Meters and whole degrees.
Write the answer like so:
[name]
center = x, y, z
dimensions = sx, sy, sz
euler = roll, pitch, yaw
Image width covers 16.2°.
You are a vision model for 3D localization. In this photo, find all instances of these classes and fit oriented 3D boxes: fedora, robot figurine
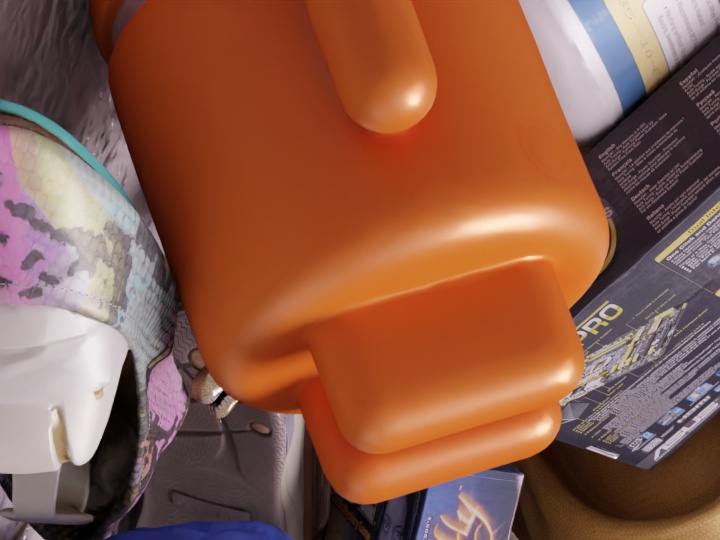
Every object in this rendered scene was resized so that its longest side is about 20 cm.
[fedora]
center = 0.121, 0.083, 1.018
dimensions = 0.082, 0.200, 0.201
euler = 52, 54, -41
[robot figurine]
center = -0.006, -0.040, 0.685
dimensions = 0.144, 0.116, 0.201
euler = 16, 49, -57

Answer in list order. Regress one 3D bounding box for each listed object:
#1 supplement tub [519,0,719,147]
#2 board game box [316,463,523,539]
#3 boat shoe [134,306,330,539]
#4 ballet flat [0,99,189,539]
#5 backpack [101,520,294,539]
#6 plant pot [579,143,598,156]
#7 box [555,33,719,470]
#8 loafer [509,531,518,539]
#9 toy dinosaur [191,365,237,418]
[supplement tub]
center = 0.109, -0.151, 0.856
dimensions = 0.200, 0.145, 0.145
euler = -35, 162, -1
[board game box]
center = -0.001, 0.102, 0.924
dimensions = 0.200, 0.034, 0.136
euler = -136, -123, -69
[boat shoe]
center = -0.041, 0.079, 0.896
dimensions = 0.072, 0.075, 0.200
euler = -60, 165, -46
[ballet flat]
center = -0.083, 0.028, 0.672
dimensions = 0.200, 0.069, 0.071
euler = 83, 13, -66
[backpack]
center = -0.066, 0.158, 0.668
dimensions = 0.168, 0.162, 0.200
euler = 47, 64, -26
[plant pot]
center = 0.092, -0.056, 1.019
dimensions = 0.179, 0.200, 0.201
euler = -28, 138, -46
[box]
center = 0.133, -0.017, 0.890
dimensions = 0.200, 0.049, 0.161
euler = -43, 154, 15
[loafer]
center = 0.021, 0.108, 1.029
dimensions = 0.200, 0.068, 0.076
euler = -118, -136, -66
[toy dinosaur]
center = 0.000, 0.000, 0.817
dimensions = 0.200, 0.058, 0.101
euler = -73, 141, -59
